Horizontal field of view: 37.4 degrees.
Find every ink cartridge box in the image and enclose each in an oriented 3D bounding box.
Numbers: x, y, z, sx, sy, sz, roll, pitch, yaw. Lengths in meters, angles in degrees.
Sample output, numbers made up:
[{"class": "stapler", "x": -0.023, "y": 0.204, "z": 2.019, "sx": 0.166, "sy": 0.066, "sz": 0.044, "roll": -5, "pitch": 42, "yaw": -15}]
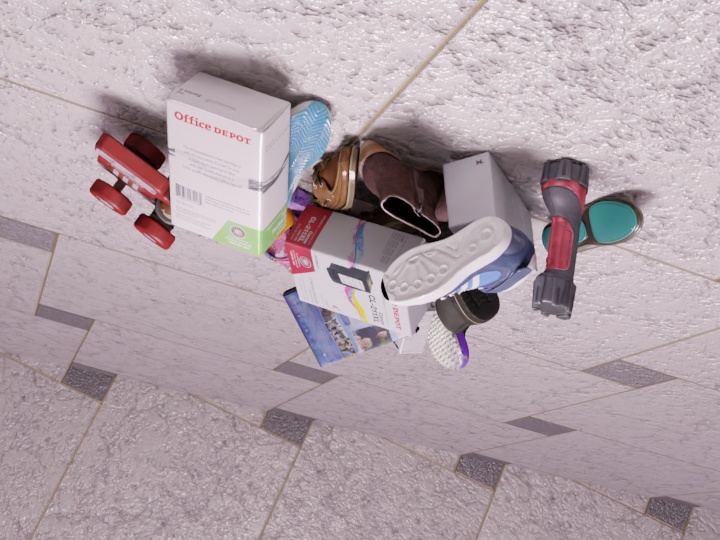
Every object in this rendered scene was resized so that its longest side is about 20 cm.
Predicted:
[{"class": "ink cartridge box", "x": 0.000, "y": 0.000, "z": 1.588, "sx": 0.198, "sy": 0.083, "sz": 0.147, "roll": 17, "pitch": 145, "yaw": 22}, {"class": "ink cartridge box", "x": -0.172, "y": -0.139, "z": 1.397, "sx": 0.144, "sy": 0.084, "sz": 0.202, "roll": 20, "pitch": 132, "yaw": 16}]

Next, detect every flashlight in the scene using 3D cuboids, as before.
[{"class": "flashlight", "x": 0.259, "y": -0.043, "z": 1.399, "sx": 0.067, "sy": 0.203, "sz": 0.068, "roll": 8, "pitch": 160, "yaw": 12}]

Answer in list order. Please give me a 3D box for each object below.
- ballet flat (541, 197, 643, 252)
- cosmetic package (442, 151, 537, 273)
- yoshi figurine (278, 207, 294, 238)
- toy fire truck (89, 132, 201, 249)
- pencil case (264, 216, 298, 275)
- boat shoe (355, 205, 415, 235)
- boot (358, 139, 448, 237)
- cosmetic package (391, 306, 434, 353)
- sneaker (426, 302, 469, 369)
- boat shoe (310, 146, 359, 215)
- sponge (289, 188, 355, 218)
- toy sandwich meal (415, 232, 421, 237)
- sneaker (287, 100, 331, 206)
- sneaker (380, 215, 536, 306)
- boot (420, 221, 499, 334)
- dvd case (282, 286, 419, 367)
[{"class": "ballet flat", "x": 0.342, "y": -0.065, "z": 1.528, "sx": 0.063, "sy": 0.068, "sz": 0.199, "roll": -9, "pitch": 176, "yaw": -34}, {"class": "cosmetic package", "x": 0.185, "y": -0.070, "z": 1.501, "sx": 0.070, "sy": 0.103, "sz": 0.200, "roll": -13, "pitch": 152, "yaw": 21}, {"class": "yoshi figurine", "x": -0.172, "y": -0.130, "z": 1.583, "sx": 0.111, "sy": 0.113, "sz": 0.200, "roll": -19, "pitch": 153, "yaw": 20}, {"class": "toy fire truck", "x": -0.303, "y": -0.119, "z": 1.557, "sx": 0.199, "sy": 0.113, "sz": 0.168, "roll": 38, "pitch": 170, "yaw": -10}, {"class": "pencil case", "x": -0.093, "y": -0.020, "z": 1.765, "sx": 0.082, "sy": 0.088, "sz": 0.200, "roll": 7, "pitch": 163, "yaw": 21}, {"class": "boat shoe", "x": 0.016, "y": -0.058, "z": 1.691, "sx": 0.071, "sy": 0.069, "sz": 0.199, "roll": 13, "pitch": 156, "yaw": -33}, {"class": "boot", "x": 0.081, "y": -0.087, "z": 1.448, "sx": 0.199, "sy": 0.167, "sz": 0.072, "roll": 30, "pitch": 113, "yaw": -30}, {"class": "cosmetic package", "x": 0.051, "y": 0.049, "z": 1.792, "sx": 0.050, "sy": 0.083, "sz": 0.200, "roll": 1, "pitch": -150, "yaw": -28}, {"class": "sneaker", "x": 0.154, "y": 0.083, "z": 1.758, "sx": 0.098, "sy": 0.201, "sz": 0.070, "roll": 0, "pitch": 126, "yaw": -23}, {"class": "boat shoe", "x": -0.040, "y": -0.126, "z": 1.545, "sx": 0.067, "sy": 0.073, "sz": 0.200, "roll": 11, "pitch": 161, "yaw": -2}, {"class": "sponge", "x": -0.063, "y": -0.077, "z": 1.764, "sx": 0.199, "sy": 0.030, "sz": 0.111, "roll": 25, "pitch": 157, "yaw": -33}, {"class": "toy sandwich meal", "x": 0.135, "y": -0.028, "z": 1.738, "sx": 0.202, "sy": 0.071, "sz": 0.205, "roll": 17, "pitch": 171, "yaw": 3}, {"class": "sneaker", "x": -0.097, "y": -0.170, "z": 1.459, "sx": 0.076, "sy": 0.082, "sz": 0.200, "roll": 20, "pitch": 140, "yaw": -18}, {"class": "sneaker", "x": 0.142, "y": 0.009, "z": 1.432, "sx": 0.199, "sy": 0.081, "sz": 0.146, "roll": -29, "pitch": 147, "yaw": 20}, {"class": "boot", "x": 0.125, "y": 0.000, "z": 1.623, "sx": 0.077, "sy": 0.202, "sz": 0.138, "roll": -18, "pitch": 170, "yaw": -20}, {"class": "dvd case", "x": -0.018, "y": 0.066, "z": 1.722, "sx": 0.198, "sy": 0.018, "sz": 0.144, "roll": -22, "pitch": 101, "yaw": 31}]
